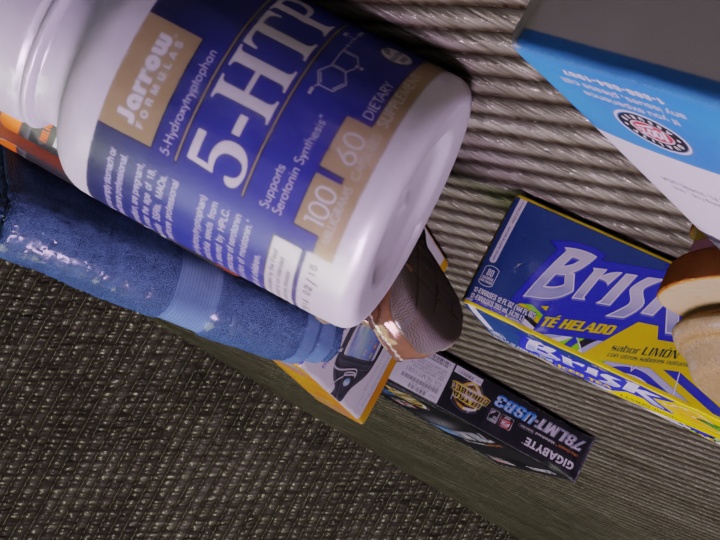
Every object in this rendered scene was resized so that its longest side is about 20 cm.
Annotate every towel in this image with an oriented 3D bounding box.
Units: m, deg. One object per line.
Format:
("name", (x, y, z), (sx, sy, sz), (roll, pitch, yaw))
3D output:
("towel", (-0.105, -0.012, 1.144), (0.199, 0.049, 0.112), (22, -153, -25))

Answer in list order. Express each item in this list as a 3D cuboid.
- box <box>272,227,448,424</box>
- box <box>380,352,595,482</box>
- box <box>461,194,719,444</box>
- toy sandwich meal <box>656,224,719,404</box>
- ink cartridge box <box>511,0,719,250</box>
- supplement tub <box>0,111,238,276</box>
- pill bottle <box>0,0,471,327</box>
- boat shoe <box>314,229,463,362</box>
("box", (-0.005, 0.014, 1.307), (0.041, 0.120, 0.200), (26, 172, 19))
("box", (0.085, 0.116, 1.933), (0.198, 0.050, 0.200), (31, 173, -13))
("box", (0.154, 0.036, 1.079), (0.199, 0.065, 0.070), (25, 171, 24))
("toy sandwich meal", (0.209, 0.028, 0.848), (0.204, 0.071, 0.205), (17, 170, 3))
("ink cartridge box", (0.156, -0.029, 0.566), (0.144, 0.085, 0.200), (22, 169, 43))
("supplement tub", (-0.116, -0.088, 1.078), (0.199, 0.107, 0.107), (29, 172, -2))
("pill bottle", (-0.063, -0.071, 0.948), (0.199, 0.120, 0.120), (27, 172, 9))
("boat shoe", (0.000, 0.000, 1.100), (0.076, 0.072, 0.200), (56, -174, -21))
